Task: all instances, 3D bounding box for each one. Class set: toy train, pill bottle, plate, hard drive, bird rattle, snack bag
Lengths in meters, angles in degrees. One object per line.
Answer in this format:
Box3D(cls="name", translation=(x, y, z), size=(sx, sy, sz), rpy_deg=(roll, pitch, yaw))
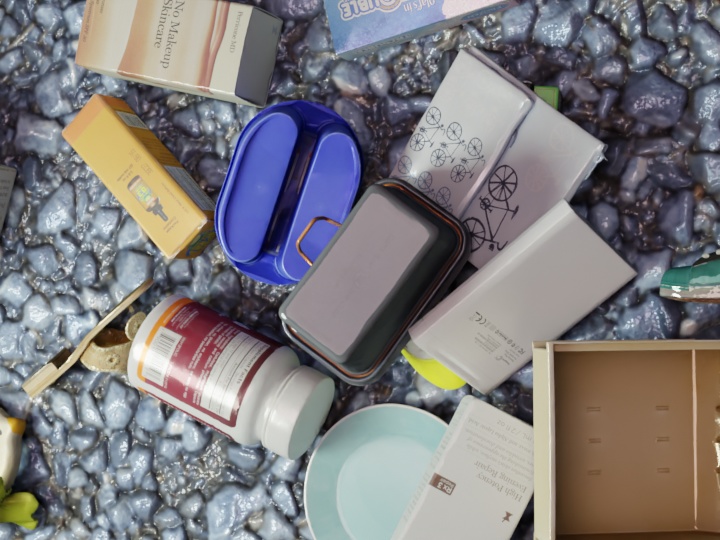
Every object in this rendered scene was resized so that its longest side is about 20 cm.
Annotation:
Box3D(cls="toy train", translation=(0.175, -0.092, 1.421), size=(0.056, 0.042, 0.201), rpy_deg=(3, 90, 8))
Box3D(cls="pill bottle", translation=(-0.136, 0.114, 1.484), size=(0.200, 0.114, 0.114), rpy_deg=(25, 97, 17))
Box3D(cls="plate", translation=(0.037, 0.239, 1.469), size=(0.200, 0.026, 0.201), rpy_deg=(0, 90, 19))
Box3D(cls="hard drive", translation=(0.161, 0.030, 1.381), size=(0.200, 0.132, 0.027), rpy_deg=(-40, 42, 14))
Box3D(cls="bird rattle", translation=(-0.458, 0.231, 1.624), size=(0.200, 0.113, 0.164), rpy_deg=(11, 81, 32))
Box3D(cls="snack bag", translation=(0.128, -0.098, 1.409), size=(0.200, 0.021, 0.189), rpy_deg=(42, 111, 30))

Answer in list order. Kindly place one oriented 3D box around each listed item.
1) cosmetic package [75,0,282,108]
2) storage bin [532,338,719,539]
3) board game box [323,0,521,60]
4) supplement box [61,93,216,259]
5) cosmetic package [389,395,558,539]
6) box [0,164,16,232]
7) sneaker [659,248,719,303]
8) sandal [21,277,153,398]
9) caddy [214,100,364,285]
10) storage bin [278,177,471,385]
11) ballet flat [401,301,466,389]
Box3D(cls="cosmetic package", translation=(-0.198, -0.249, 1.527), size=(0.199, 0.087, 0.104), rpy_deg=(12, 92, 19))
Box3D(cls="storage bin", translation=(0.264, 0.166, 1.325), size=(0.198, 0.094, 0.201), rpy_deg=(0, 88, -6))
Box3D(cls="board game box", translation=(0.048, -0.346, 1.466), size=(0.199, 0.043, 0.200), rpy_deg=(-16, 85, 18))
Box3D(cls="supplement box", translation=(-0.238, -0.103, 1.550), size=(0.067, 0.069, 0.200), rpy_deg=(-45, 74, 14))
Box3D(cls="cosmetic package", translation=(0.105, 0.234, 1.390), size=(0.101, 0.074, 0.200), rpy_deg=(27, 85, -1))
Box3D(cls="box", translation=(-0.539, -0.067, 1.582), size=(0.198, 0.200, 0.172), rpy_deg=(18, 97, 17))
Box3D(cls="sneaker", translation=(0.384, -0.013, 1.334), size=(0.199, 0.071, 0.080), rpy_deg=(-7, 82, 14))
Box3D(cls="sandal", translation=(-0.285, 0.093, 1.570), size=(0.212, 0.078, 0.070), rpy_deg=(-38, 98, 21))
Box3D(cls="caddy", translation=(-0.075, -0.081, 1.475), size=(0.141, 0.105, 0.201), rpy_deg=(19, 95, -4))
Box3D(cls="storage bin", translation=(0.000, 0.000, 1.355), size=(0.145, 0.134, 0.200), rpy_deg=(37, 91, 9))
Box3D(cls="ballet flat", translation=(0.047, 0.036, 1.447), size=(0.067, 0.067, 0.200), rpy_deg=(-30, 80, 15))
